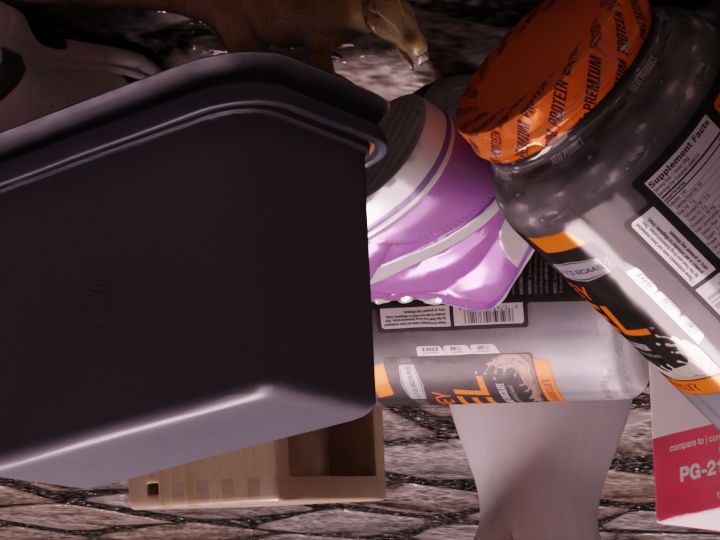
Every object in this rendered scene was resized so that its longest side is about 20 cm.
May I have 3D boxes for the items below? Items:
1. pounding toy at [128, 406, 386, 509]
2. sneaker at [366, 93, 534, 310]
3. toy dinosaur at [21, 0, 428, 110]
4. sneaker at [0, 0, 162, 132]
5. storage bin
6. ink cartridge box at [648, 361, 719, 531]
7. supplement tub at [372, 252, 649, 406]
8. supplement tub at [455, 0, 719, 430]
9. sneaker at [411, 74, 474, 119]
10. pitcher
[{"bbox_3d":[-0.091,0.052,1.409,0.142,0.184,0.200,-6,173,24],"label":"pounding toy"},{"bbox_3d":[0.000,0.001,1.089,0.114,0.073,0.200,32,141,-32],"label":"sneaker"},{"bbox_3d":[-0.044,-0.110,0.997,0.200,0.058,0.101,8,154,29],"label":"toy dinosaur"},{"bbox_3d":[-0.154,-0.070,1.064,0.074,0.080,0.200,-8,171,28],"label":"sneaker"},{"bbox_3d":[-0.080,0.011,0.974,0.200,0.134,0.146,-16,163,29],"label":"storage bin"},{"bbox_3d":[0.231,0.039,1.236,0.145,0.200,0.084,12,160,-37],"label":"ink cartridge box"},{"bbox_3d":[0.062,0.015,1.316,0.200,0.123,0.123,-2,166,17],"label":"supplement tub"},{"bbox_3d":[0.142,-0.028,0.997,0.200,0.123,0.123,43,149,-18],"label":"supplement tub"},{"bbox_3d":[0.037,-0.042,1.176,0.112,0.078,0.200,-6,165,24],"label":"sneaker"},{"bbox_3d":[0.115,0.094,1.469,0.121,0.200,0.172,0,167,7],"label":"pitcher"}]
